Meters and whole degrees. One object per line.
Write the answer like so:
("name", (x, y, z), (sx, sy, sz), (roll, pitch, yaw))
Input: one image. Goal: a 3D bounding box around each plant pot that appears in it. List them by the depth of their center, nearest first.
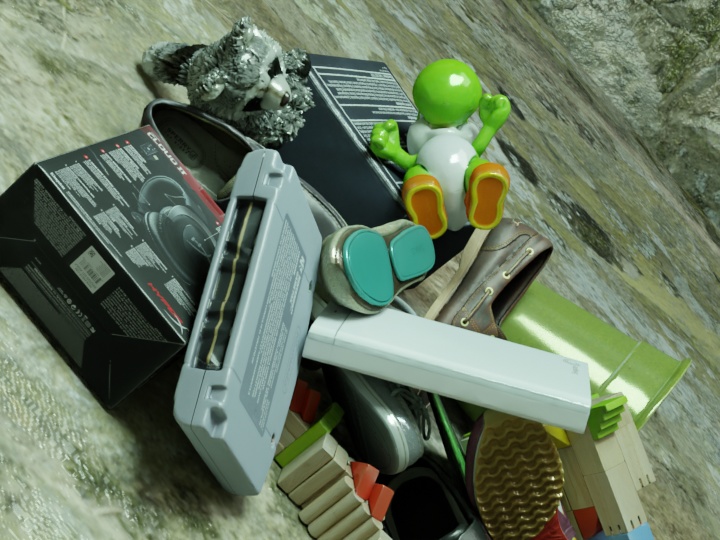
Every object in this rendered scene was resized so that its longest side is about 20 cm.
("plant pot", (0.165, 0.099, 1.401), (0.190, 0.200, 0.200), (39, 19, 8))

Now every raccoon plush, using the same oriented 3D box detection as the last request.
("raccoon plush", (-0.133, -0.160, 1.263), (0.134, 0.199, 0.097), (30, 71, -61))

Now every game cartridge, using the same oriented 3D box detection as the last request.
("game cartridge", (-0.070, 0.038, 1.010), (0.133, 0.040, 0.200), (65, 33, -56))

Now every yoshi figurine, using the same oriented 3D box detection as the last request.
("yoshi figurine", (0.074, -0.117, 1.318), (0.112, 0.112, 0.200), (34, 24, -20))

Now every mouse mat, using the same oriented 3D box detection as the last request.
("mouse mat", (0.080, 0.155, 1.221), (0.161, 0.008, 0.200), (-107, 176, -48))

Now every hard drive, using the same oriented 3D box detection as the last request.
("hard drive", (0.066, 0.065, 1.107), (0.199, 0.027, 0.132), (16, 11, 5))

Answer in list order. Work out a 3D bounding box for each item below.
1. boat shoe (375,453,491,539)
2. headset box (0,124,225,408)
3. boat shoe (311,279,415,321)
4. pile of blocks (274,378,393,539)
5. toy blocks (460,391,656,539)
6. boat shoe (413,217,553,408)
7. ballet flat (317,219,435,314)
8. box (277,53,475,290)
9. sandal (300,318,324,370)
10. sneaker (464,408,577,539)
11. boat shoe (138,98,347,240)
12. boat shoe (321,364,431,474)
("boat shoe", (0.064, 0.213, 1.093), (0.202, 0.074, 0.063), (59, 2, 40))
("headset box", (-0.152, -0.011, 1.044), (0.149, 0.077, 0.200), (50, 19, -1))
("boat shoe", (-0.037, -0.014, 1.284), (0.202, 0.065, 0.074), (51, 19, 9))
("pile of blocks", (-0.011, 0.146, 1.084), (0.200, 0.062, 0.082), (58, 22, 21))
("toy blocks", (0.168, 0.183, 1.246), (0.100, 0.200, 0.137), (-19, 88, -39))
("boat shoe", (0.095, 0.041, 1.311), (0.070, 0.200, 0.070), (28, -15, 14))
("ballet flat", (0.000, 0.000, 1.161), (0.200, 0.062, 0.068), (-10, 88, -69))
("box", (-0.002, -0.084, 1.417), (0.199, 0.123, 0.200), (54, 23, 12))
("sandal", (-0.097, 0.015, 1.171), (0.200, 0.048, 0.075), (45, 15, 25))
("sneaker", (0.115, 0.169, 1.153), (0.090, 0.075, 0.200), (-122, -168, -59))
("boat shoe", (-0.094, -0.067, 1.213), (0.200, 0.072, 0.065), (38, -7, 3))
("boat shoe", (0.015, 0.090, 1.148), (0.202, 0.065, 0.075), (-133, -154, -72))
